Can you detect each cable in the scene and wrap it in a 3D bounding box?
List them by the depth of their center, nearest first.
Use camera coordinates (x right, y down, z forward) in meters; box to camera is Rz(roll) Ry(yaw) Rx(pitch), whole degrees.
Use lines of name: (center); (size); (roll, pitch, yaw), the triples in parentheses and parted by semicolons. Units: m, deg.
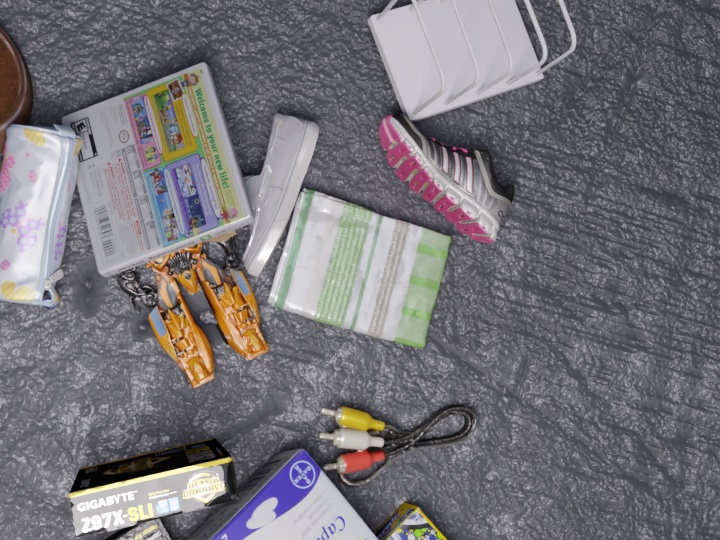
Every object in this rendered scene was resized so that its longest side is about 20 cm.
cable: (0.046, 0.207, 1.192); (0.200, 0.050, 0.097); (-1, 85, -11)

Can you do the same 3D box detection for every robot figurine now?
robot figurine: (-0.190, 0.023, 1.154); (0.145, 0.058, 0.200); (-27, 91, -15)

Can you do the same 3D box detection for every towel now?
towel: (0.000, 0.000, 1.219); (0.200, 0.031, 0.150); (18, 83, -12)

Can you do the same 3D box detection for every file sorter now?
file sorter: (0.139, -0.285, 1.218); (0.200, 0.125, 0.139); (-20, 89, -20)

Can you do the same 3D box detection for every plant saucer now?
plant saucer: (-0.445, -0.214, 1.088); (0.200, 0.034, 0.201); (15, 66, -36)

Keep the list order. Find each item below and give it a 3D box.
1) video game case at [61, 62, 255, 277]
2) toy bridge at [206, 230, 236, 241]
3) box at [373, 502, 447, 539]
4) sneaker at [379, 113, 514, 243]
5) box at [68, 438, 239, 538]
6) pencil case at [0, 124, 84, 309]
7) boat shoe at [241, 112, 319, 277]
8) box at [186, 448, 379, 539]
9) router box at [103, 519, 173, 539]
video game case: (-0.229, -0.114, 1.127); (0.182, 0.022, 0.200); (-20, 72, 6)
toy bridge: (-0.182, -0.127, 1.170); (0.067, 0.027, 0.200); (0, 64, -52)
box: (0.101, 0.369, 1.181); (0.070, 0.064, 0.200); (-43, 94, -14)
sneaker: (0.111, -0.127, 1.233); (0.200, 0.074, 0.087); (43, 71, -4)
box: (-0.217, 0.223, 1.055); (0.159, 0.200, 0.049); (-9, 88, -13)
pencil case: (-0.356, -0.060, 1.100); (0.083, 0.091, 0.200); (9, 88, -37)
boat shoe: (-0.108, -0.093, 1.180); (0.068, 0.072, 0.200); (20, 81, -6)
box: (-0.078, 0.331, 1.099); (0.184, 0.105, 0.200); (-42, 96, -30)
router box: (-0.275, 0.379, 1.101); (0.200, 0.051, 0.149); (-30, 91, -15)
